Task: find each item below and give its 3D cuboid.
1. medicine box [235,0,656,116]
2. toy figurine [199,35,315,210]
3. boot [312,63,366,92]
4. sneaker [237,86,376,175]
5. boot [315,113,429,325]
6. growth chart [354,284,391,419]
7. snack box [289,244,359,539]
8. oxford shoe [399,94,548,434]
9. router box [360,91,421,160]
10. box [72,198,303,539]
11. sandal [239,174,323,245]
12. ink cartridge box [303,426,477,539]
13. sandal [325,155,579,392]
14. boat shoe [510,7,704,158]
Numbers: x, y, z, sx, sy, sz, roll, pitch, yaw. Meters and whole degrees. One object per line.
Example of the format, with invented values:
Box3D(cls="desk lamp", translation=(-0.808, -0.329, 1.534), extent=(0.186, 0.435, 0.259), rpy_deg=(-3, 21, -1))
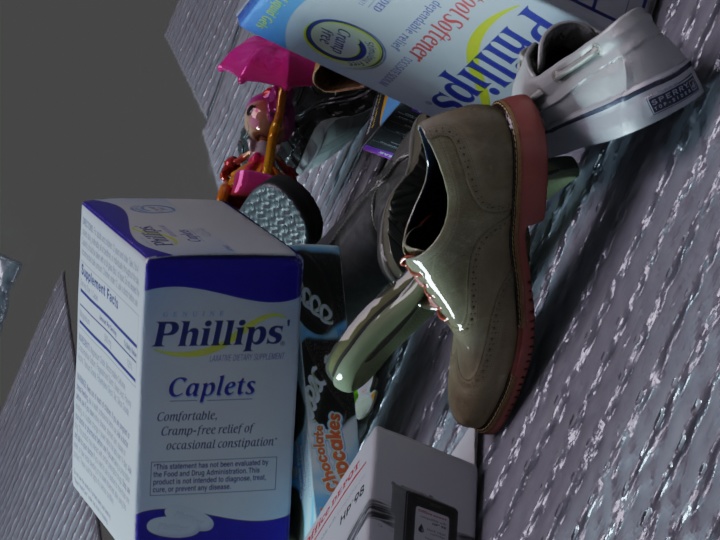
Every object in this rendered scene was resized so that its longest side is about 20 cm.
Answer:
Box3D(cls="medicine box", translation=(0.055, -0.180, 1.569), extent=(0.182, 0.200, 0.103), rpy_deg=(-42, 26, 63))
Box3D(cls="toy figurine", translation=(-0.069, -0.088, 2.025), extent=(0.200, 0.150, 0.185), rpy_deg=(107, 176, -70))
Box3D(cls="boot", translation=(-0.003, -0.200, 1.914), extent=(0.200, 0.074, 0.155), rpy_deg=(147, 138, -78))
Box3D(cls="sneaker", translation=(-0.018, -0.142, 2.101), extent=(0.079, 0.074, 0.200), rpy_deg=(-23, -14, -49))
Box3D(cls="boot", translation=(0.002, 0.002, 1.731), extent=(0.200, 0.073, 0.182), rpy_deg=(-43, 16, 36))
Box3D(cls="growth chart", translation=(0.000, 0.043, 1.833), extent=(0.145, 0.018, 0.200), rpy_deg=(145, 144, -66))
Box3D(cls="snack box", translation=(-0.038, 0.095, 1.694), extent=(0.116, 0.037, 0.201), rpy_deg=(140, 127, -65))
Box3D(cls="oxford shoe", translation=(0.054, -0.001, 1.445), extent=(0.070, 0.075, 0.201), rpy_deg=(-128, 36, -60))
Box3D(cls="router box", translation=(0.068, -0.189, 1.863), extent=(0.149, 0.051, 0.200), rpy_deg=(133, 156, -60))
Box3D(cls="box", translation=(-0.113, 0.067, 1.692), extent=(0.184, 0.105, 0.201), rpy_deg=(-146, 57, -67))
Box3D(cls="sandal", translation=(-0.076, -0.003, 1.896), extent=(0.048, 0.075, 0.200), rpy_deg=(-30, -8, -41))
Box3D(cls="ink cartridge box", translation=(0.010, 0.172, 1.457), extent=(0.200, 0.067, 0.116), rpy_deg=(-85, 21, -52))
Box3D(cls="sandal", translation=(0.061, 0.007, 1.543), extent=(0.201, 0.057, 0.080), rpy_deg=(-48, -17, 22))
Box3D(cls="boat shoe", translation=(0.115, -0.102, 1.434), extent=(0.072, 0.066, 0.200), rpy_deg=(-29, 6, -15))
